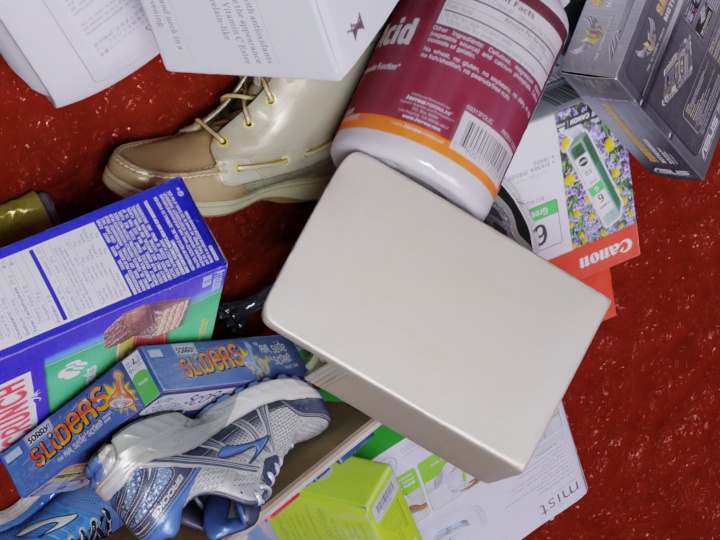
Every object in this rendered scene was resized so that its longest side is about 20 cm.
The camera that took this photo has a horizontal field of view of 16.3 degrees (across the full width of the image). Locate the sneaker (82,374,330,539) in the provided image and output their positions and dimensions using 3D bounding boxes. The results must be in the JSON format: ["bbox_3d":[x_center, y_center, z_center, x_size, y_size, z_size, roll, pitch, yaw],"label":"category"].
[{"bbox_3d":[-0.088,0.132,1.639,0.200,0.085,0.077,-18,160,-44],"label":"sneaker"}]

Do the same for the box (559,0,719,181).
[{"bbox_3d":[0.224,-0.186,1.768,0.158,0.048,0.201,38,68,-50],"label":"box"}]

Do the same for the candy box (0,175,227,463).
[{"bbox_3d":[-0.194,0.041,1.615,0.199,0.077,0.169,-23,159,-19],"label":"candy box"}]

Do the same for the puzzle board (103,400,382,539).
[{"bbox_3d":[-0.085,0.152,1.720,0.200,0.151,0.017,-37,107,-25],"label":"puzzle board"}]

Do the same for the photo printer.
[{"bbox_3d":[-0.169,-0.205,1.532,0.166,0.069,0.200,-40,136,-8],"label":"photo printer"}]

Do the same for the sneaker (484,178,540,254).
[{"bbox_3d":[0.076,0.025,1.751,0.087,0.073,0.201,-49,144,-51],"label":"sneaker"}]

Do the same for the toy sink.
[{"bbox_3d":[0.039,0.033,1.650,0.199,0.112,0.131,29,77,-6],"label":"toy sink"}]

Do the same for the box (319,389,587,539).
[{"bbox_3d":[0.058,0.145,1.934,0.200,0.097,0.177,-33,135,-13],"label":"box"}]

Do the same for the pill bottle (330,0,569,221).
[{"bbox_3d":[0.069,-0.140,1.671,0.114,0.114,0.201,41,68,-46],"label":"pill bottle"}]

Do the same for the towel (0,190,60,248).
[{"bbox_3d":[-0.274,0.040,1.668,0.199,0.023,0.144,-27,134,-18],"label":"towel"}]

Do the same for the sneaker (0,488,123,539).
[{"bbox_3d":[-0.215,0.200,1.779,0.199,0.089,0.079,-26,134,-18],"label":"sneaker"}]

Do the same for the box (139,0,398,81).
[{"bbox_3d":[-0.049,-0.249,1.475,0.200,0.130,0.199,-57,141,-39],"label":"box"}]

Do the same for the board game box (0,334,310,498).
[{"bbox_3d":[-0.129,0.095,1.678,0.135,0.035,0.200,-37,164,24],"label":"board game box"}]

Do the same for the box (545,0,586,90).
[{"bbox_3d":[0.141,-0.159,1.811,0.200,0.044,0.160,-41,136,-5],"label":"box"}]

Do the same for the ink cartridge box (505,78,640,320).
[{"bbox_3d":[0.142,-0.030,1.811,0.109,0.050,0.201,-22,118,-22],"label":"ink cartridge box"}]

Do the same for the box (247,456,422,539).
[{"bbox_3d":[-0.054,0.178,1.833,0.048,0.199,0.122,-57,142,-33],"label":"box"}]

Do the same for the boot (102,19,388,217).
[{"bbox_3d":[-0.072,-0.118,1.664,0.199,0.073,0.156,-7,125,-35],"label":"boot"}]

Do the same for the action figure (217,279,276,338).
[{"bbox_3d":[0.000,0.000,1.782,0.200,0.102,0.119,-39,118,-3],"label":"action figure"}]
